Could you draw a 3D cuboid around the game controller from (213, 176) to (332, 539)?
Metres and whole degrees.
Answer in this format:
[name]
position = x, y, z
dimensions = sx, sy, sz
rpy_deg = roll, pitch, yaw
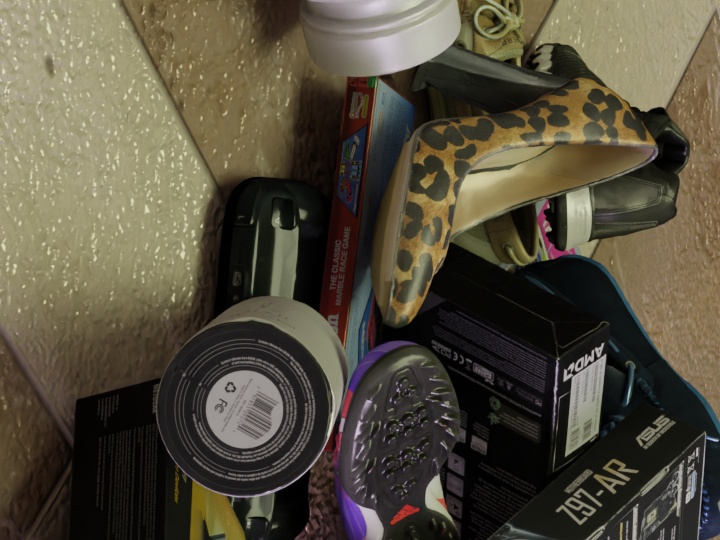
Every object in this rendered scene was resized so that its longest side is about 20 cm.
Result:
[game controller]
position = -0.049, 0.051, 1.529
dimensions = 0.104, 0.042, 0.201
rpy_deg = -1, 98, -73

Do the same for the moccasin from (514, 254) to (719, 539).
[moccasin]
position = 0.142, 0.078, 1.666
dimensions = 0.068, 0.200, 0.081
rpy_deg = -4, 135, -37

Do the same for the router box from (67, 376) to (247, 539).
[router box]
position = -0.089, 0.175, 1.378
dimensions = 0.200, 0.052, 0.158
rpy_deg = -93, 165, -50

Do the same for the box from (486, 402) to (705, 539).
[box]
position = 0.124, 0.195, 1.587
dimensions = 0.160, 0.043, 0.200
rpy_deg = -38, 140, -37

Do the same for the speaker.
[speaker]
position = -0.048, 0.056, 1.379
dimensions = 0.200, 0.081, 0.082
rpy_deg = -69, 164, -87

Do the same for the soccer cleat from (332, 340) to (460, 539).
[soccer cleat]
position = 0.010, 0.093, 1.488
dimensions = 0.068, 0.073, 0.200
rpy_deg = -26, 144, -14

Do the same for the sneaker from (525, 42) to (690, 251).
[sneaker]
position = 0.145, -0.074, 1.699
dimensions = 0.200, 0.090, 0.067
rpy_deg = -95, -177, -60

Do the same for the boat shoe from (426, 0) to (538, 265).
[boat shoe]
position = 0.074, -0.104, 1.666
dimensions = 0.073, 0.063, 0.201
rpy_deg = -12, 106, -58

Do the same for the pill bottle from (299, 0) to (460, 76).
[pill bottle]
position = -0.006, -0.205, 1.469
dimensions = 0.112, 0.112, 0.201
rpy_deg = -48, 135, -44

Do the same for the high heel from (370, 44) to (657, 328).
[high heel]
position = 0.084, -0.034, 1.552
dimensions = 0.071, 0.142, 0.200
rpy_deg = 115, -8, -52

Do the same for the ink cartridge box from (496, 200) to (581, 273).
[ink cartridge box]
position = 0.078, 0.052, 1.730
dimensions = 0.200, 0.042, 0.120
rpy_deg = -58, 140, -33

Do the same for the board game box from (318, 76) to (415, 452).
[board game box]
position = 0.000, 0.000, 1.575
dimensions = 0.103, 0.019, 0.201
rpy_deg = 24, 72, -75

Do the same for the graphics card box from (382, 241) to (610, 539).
[graphics card box]
position = 0.069, 0.094, 1.596
dimensions = 0.051, 0.125, 0.201
rpy_deg = -31, 135, -37
